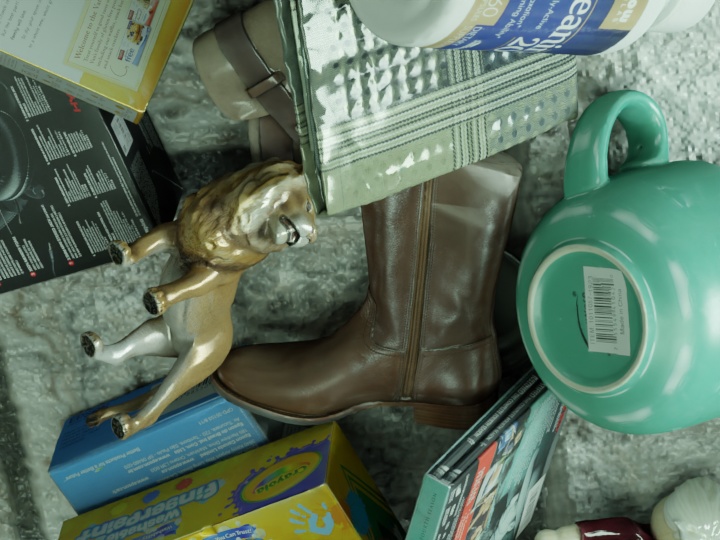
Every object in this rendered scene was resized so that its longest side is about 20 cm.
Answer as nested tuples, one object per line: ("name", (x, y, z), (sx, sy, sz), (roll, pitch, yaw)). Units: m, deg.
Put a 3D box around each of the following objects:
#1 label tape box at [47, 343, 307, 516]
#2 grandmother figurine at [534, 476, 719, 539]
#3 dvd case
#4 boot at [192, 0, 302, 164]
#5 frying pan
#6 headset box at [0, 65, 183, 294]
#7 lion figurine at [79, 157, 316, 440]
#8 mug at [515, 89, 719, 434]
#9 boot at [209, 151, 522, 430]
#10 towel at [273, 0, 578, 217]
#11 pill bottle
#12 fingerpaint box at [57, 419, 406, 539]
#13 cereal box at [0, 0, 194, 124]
("label tape box", (-0.087, 0.161, 1.785), (0.143, 0.066, 0.200), (-24, 118, 20))
("grandmother figurine", (0.151, 0.191, 1.776), (0.200, 0.061, 0.121), (-28, 148, 18))
("dvd case", (0.074, 0.140, 1.675), (0.022, 0.200, 0.146), (27, 124, 18))
("boot", (-0.027, -0.143, 1.592), (0.146, 0.070, 0.200), (-11, 118, 16))
("frying pan", (0.050, 0.045, 1.714), (0.115, 0.031, 0.190), (26, 132, -1))
("headset box", (-0.230, -0.065, 1.660), (0.200, 0.077, 0.149), (-16, 117, 17))
("lion figurine", (-0.097, 0.015, 1.640), (0.072, 0.122, 0.200), (50, 140, 18))
("mug", (0.156, 0.007, 1.601), (0.185, 0.114, 0.152), (50, 128, 22))
("boot", (0.000, 0.000, 1.642), (0.186, 0.064, 0.200), (3, 128, 3))
("towel", (0.036, -0.146, 1.527), (0.035, 0.200, 0.193), (22, 126, 48))
("pill bottle", (0.097, -0.171, 1.471), (0.200, 0.111, 0.111), (-1, 131, -38))
("fingerpaint box", (-0.067, 0.204, 1.728), (0.200, 0.073, 0.167), (-22, 118, 18))
("cereal box", (-0.187, -0.188, 1.556), (0.200, 0.040, 0.144), (24, 78, -6))
